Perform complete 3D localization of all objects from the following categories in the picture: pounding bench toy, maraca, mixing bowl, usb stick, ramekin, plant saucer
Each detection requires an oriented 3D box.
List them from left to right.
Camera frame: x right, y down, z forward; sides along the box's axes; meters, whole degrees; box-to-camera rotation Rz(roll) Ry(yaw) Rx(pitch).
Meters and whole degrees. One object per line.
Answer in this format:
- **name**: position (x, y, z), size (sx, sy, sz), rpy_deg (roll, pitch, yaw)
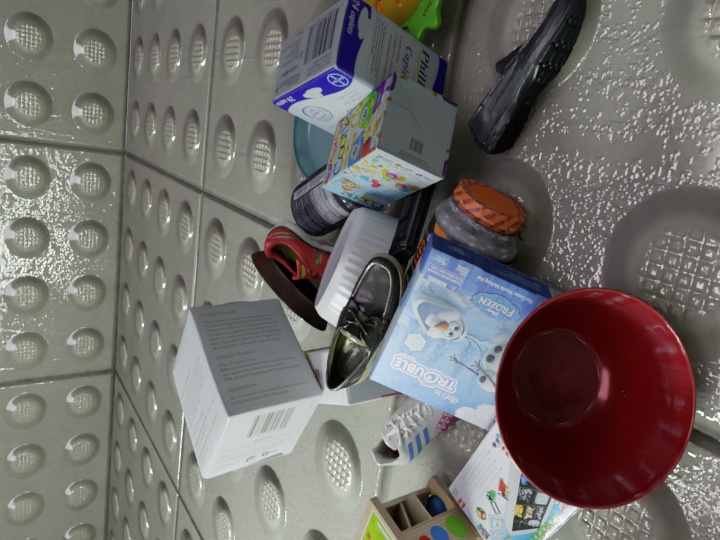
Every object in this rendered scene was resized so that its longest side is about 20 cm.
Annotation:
- **plant saucer**: position (-0.125, 0.029, 1.016), size (0.034, 0.200, 0.201), rpy_deg (-43, 50, 4)
- **plant saucer**: position (-0.070, -0.274, 1.036), size (0.197, 0.035, 0.209), rpy_deg (2, 92, 53)
- **ramekin**: position (0.000, 0.000, 0.820), size (0.202, 0.091, 0.209), rpy_deg (-156, 89, -81)
- **maraca**: position (0.070, -0.419, 0.786), size (0.201, 0.104, 0.140), rpy_deg (52, 129, 38)
- **usb stick**: position (0.082, -0.100, 0.754), size (0.055, 0.032, 0.205), rpy_deg (-38, 28, 55)
- **pounding bench toy**: position (0.103, 0.410, 0.718), size (0.200, 0.152, 0.128), rpy_deg (42, 122, 44)
- **mixing bowl**: position (0.221, 0.120, 0.555), size (0.108, 0.191, 0.209), rpy_deg (145, 124, -89)

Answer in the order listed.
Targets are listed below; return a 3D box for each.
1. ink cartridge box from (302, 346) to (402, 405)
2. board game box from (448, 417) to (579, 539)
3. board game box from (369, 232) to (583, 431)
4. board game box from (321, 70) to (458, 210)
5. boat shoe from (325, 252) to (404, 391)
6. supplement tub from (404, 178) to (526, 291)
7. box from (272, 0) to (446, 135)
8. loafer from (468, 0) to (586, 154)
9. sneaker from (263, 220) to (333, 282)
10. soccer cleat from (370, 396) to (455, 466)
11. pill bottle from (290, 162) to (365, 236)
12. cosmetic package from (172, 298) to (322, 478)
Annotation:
- **ink cartridge box**: position (-0.024, 0.170, 0.896), size (0.197, 0.141, 0.087), rpy_deg (-15, 80, 52)
- **board game box**: position (0.191, 0.268, 0.659), size (0.127, 0.034, 0.204), rpy_deg (50, 138, 32)
- **board game box**: position (0.134, 0.086, 0.655), size (0.044, 0.194, 0.204), rpy_deg (-73, 6, -61)
- **board game box**: position (0.033, -0.169, 0.744), size (0.199, 0.102, 0.107), rpy_deg (-12, 62, 65)
- **boat shoe**: position (0.002, 0.077, 0.707), size (0.070, 0.066, 0.206), rpy_deg (29, 118, 17)
- **supplement tub**: position (0.129, -0.005, 0.703), size (0.123, 0.119, 0.205), rpy_deg (49, 127, 40)
- **box**: position (-0.003, -0.280, 0.801), size (0.181, 0.195, 0.109), rpy_deg (0, 77, 52)
- **loafer**: position (0.194, -0.241, 0.652), size (0.071, 0.067, 0.204), rpy_deg (51, 133, 27)
- **sneaker**: position (-0.089, -0.005, 0.961), size (0.195, 0.086, 0.078), rpy_deg (29, 128, 0)
- **soccer cleat**: position (0.081, 0.228, 0.801), size (0.071, 0.084, 0.204), rpy_deg (53, 130, 37)
- **pill bottle**: position (-0.034, -0.138, 0.934), size (0.197, 0.103, 0.111), rpy_deg (-21, 74, 51)
- **cosmetic package**: position (-0.189, 0.182, 0.865), size (0.203, 0.163, 0.169), rpy_deg (58, 135, 34)
